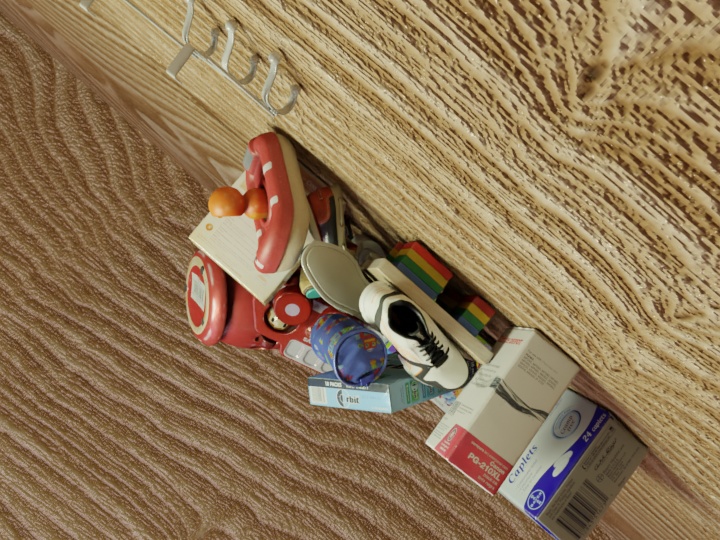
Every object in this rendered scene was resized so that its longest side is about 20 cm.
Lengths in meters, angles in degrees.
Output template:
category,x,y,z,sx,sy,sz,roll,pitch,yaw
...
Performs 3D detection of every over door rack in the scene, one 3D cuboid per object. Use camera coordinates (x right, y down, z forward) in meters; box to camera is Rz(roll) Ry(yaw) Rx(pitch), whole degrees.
category,x,y,z,sx,sy,sz,roll,pitch,yaw
over door rack,-0.160,-0.233,0.928,0.147,0.067,0.199,38,-166,24

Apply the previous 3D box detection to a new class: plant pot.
category,x,y,z,sx,sy,sz,roll,pitch,yaw
plant pot,-0.214,0.047,1.655,0.180,0.203,0.200,-3,-163,-27

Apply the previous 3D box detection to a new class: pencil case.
category,x,y,z,sx,sy,sz,roll,pitch,yaw
pencil case,-0.018,0.112,1.289,0.088,0.077,0.200,66,171,-8

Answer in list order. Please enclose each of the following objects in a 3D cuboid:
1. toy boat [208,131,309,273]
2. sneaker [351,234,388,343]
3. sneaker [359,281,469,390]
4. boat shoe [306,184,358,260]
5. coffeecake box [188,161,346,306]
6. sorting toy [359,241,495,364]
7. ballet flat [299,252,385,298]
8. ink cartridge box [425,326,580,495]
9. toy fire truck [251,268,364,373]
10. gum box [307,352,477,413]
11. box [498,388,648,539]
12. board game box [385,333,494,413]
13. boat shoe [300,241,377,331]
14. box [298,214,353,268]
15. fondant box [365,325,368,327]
category,x,y,z,sx,sy,sz,roll,pitch,yaw
toy boat,-0.151,-0.093,1.288,0.131,0.129,0.202,124,137,-58
sneaker,0.029,0.035,1.544,0.080,0.075,0.203,-139,33,-71
sneaker,0.080,0.099,1.222,0.200,0.074,0.080,43,172,-22
boat shoe,-0.034,-0.031,1.352,0.071,0.062,0.202,-127,17,-62
coffeecake box,-0.141,-0.073,1.412,0.153,0.201,0.073,40,173,2
sorting toy,0.103,0.037,1.311,0.200,0.070,0.199,41,174,-6
ballet flat,0.000,0.000,1.447,0.069,0.197,0.064,112,150,-62
ink cartridge box,0.186,0.180,1.209,0.084,0.201,0.145,37,174,-4
toy fire truck,-0.096,0.088,1.545,0.198,0.169,0.113,24,-150,-12
gum box,0.050,0.164,1.362,0.169,0.045,0.199,-3,-174,44
box,0.288,0.279,1.354,0.105,0.185,0.200,41,174,-24
board game box,0.147,0.149,1.504,0.199,0.135,0.045,40,-171,1
boat shoe,-0.016,0.024,1.304,0.199,0.074,0.060,34,173,-29
box,-0.129,-0.068,1.558,0.200,0.159,0.045,34,147,52
fondant box,-0.040,0.055,1.689,0.144,0.201,0.058,36,-173,37
